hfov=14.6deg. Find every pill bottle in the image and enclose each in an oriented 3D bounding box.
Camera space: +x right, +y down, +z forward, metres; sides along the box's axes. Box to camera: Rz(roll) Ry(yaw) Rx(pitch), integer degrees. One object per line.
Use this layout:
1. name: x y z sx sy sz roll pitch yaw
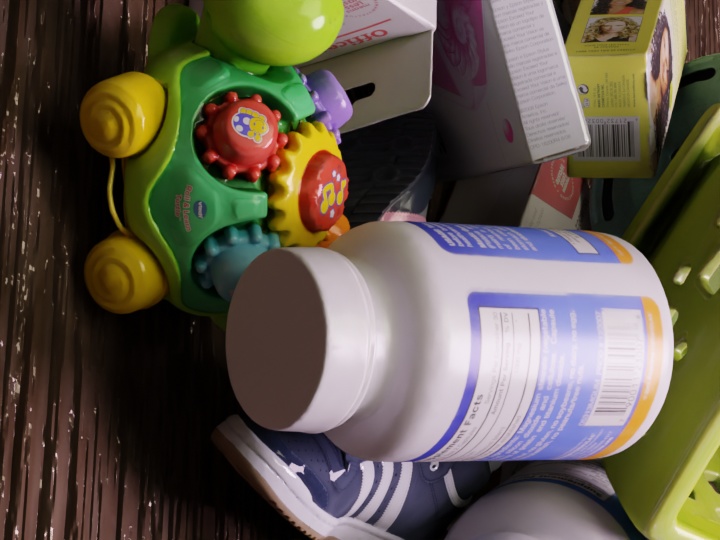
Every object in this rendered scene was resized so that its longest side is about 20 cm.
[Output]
1. pill bottle: 0.040 0.034 1.312 0.199 0.112 0.113 2 76 -36
2. pill bottle: 0.104 0.156 1.441 0.200 0.112 0.113 -25 100 -64

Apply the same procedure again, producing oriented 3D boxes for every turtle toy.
1. turtle toy: -0.056 -0.066 1.330 0.146 0.101 0.201 -28 123 -58

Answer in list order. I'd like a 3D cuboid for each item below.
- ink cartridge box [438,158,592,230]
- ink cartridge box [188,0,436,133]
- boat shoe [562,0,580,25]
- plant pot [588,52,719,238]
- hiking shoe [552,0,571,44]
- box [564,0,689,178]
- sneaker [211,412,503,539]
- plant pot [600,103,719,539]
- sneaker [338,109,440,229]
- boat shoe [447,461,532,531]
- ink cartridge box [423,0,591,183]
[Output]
1. ink cartridge box: 0.120 0.034 1.646 0.200 0.067 0.117 57 35 -29
2. ink cartridge box: -0.024 -0.173 1.445 0.068 0.115 0.201 29 55 -48
3. boat shoe: 0.120 -0.125 1.707 0.200 0.069 0.074 58 23 -65
4. plant pot: 0.247 -0.019 1.648 0.196 0.199 0.201 35 50 -42
5. hiking shoe: 0.097 -0.199 1.599 0.076 0.100 0.201 72 -4 -55
6. box: 0.148 -0.122 1.549 0.200 0.050 0.076 -68 155 -61
7. sneaker: 0.008 0.081 1.379 0.070 0.109 0.200 46 5 30
8. plant pot: 0.227 0.039 1.455 0.198 0.201 0.182 22 18 -32
9. sneaker: 0.000 0.000 1.483 0.082 0.070 0.201 71 31 -42
10. boat shoe: 0.059 0.068 1.494 0.201 0.070 0.070 87 24 -45
11. ink cartridge box: 0.051 -0.150 1.514 0.043 0.196 0.201 -17 92 -15
